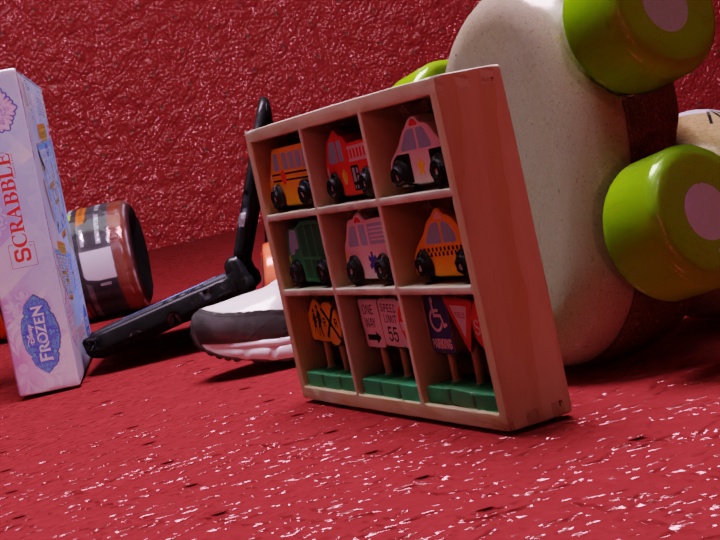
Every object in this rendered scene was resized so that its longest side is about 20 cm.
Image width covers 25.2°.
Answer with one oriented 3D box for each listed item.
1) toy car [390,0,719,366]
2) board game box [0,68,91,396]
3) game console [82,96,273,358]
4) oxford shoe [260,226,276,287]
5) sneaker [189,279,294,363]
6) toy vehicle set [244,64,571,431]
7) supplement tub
[{"bbox_3d":[0.138,-0.042,0.687,0.200,0.158,0.164,-2,-12,-32],"label":"toy car"},{"bbox_3d":[-0.221,-0.028,1.078,0.041,0.200,0.200,-11,4,-6],"label":"board game box"},{"bbox_3d":[-0.121,-0.028,1.126,0.176,0.117,0.200,-24,2,-1],"label":"game console"},{"bbox_3d":[-0.030,0.000,1.109,0.072,0.071,0.200,-4,13,-1],"label":"oxford shoe"},{"bbox_3d":[0.000,0.000,0.892,0.200,0.080,0.074,-15,6,-7],"label":"sneaker"},{"bbox_3d":[0.011,-0.006,0.639,0.026,0.124,0.200,-15,4,-22],"label":"toy vehicle set"},{"bbox_3d":[-0.302,0.005,1.507,0.200,0.107,0.107,-13,4,0],"label":"supplement tub"}]
